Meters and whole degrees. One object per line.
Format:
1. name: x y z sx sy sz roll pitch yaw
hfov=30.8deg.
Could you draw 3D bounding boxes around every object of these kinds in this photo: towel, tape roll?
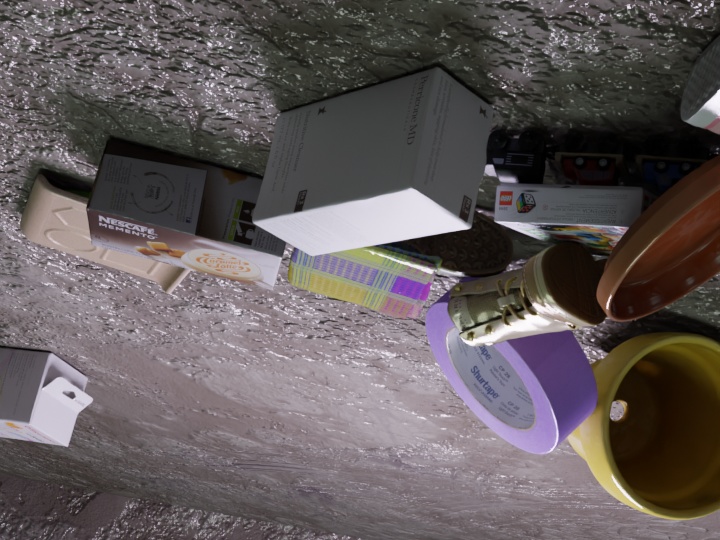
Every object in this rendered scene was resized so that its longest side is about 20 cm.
1. towel: 0.000 0.000 1.284 0.142 0.023 0.200 17 163 0
2. tape roll: 0.160 0.098 1.406 0.200 0.065 0.201 42 156 24

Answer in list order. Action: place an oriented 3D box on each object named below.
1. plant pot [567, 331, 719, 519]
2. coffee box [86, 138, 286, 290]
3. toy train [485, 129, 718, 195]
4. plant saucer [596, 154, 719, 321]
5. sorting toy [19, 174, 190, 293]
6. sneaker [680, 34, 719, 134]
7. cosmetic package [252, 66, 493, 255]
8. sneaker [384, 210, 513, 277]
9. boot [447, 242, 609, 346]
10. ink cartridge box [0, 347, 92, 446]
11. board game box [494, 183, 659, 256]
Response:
1. plant pot: 0.325 0.168 1.492 0.198 0.203 0.189 18 175 -14
2. coffee box: -0.171 -0.054 1.334 0.197 0.081 0.114 14 160 -5
3. toy train: 0.194 -0.087 1.077 0.197 0.046 0.034 4 159 21
4. plant saucer: 0.268 -0.035 1.036 0.199 0.032 0.201 -28 156 -14
5. sorting toy: -0.288 -0.044 1.508 0.198 0.037 0.185 23 158 -14
6. sneaker: 0.295 -0.131 0.859 0.103 0.076 0.200 19 167 -5
7. cosmetic package: 0.009 -0.087 1.099 0.081 0.114 0.199 28 153 -37
8. sneaker: 0.049 -0.033 1.293 0.197 0.068 0.090 12 168 1
9. boot: 0.145 0.026 1.191 0.154 0.074 0.199 -12 174 27
10. ink cartridge box: -0.566 0.211 2.205 0.197 0.127 0.129 4 158 23
11. board game box: 0.211 -0.040 1.127 0.125 0.035 0.199 4 175 30
